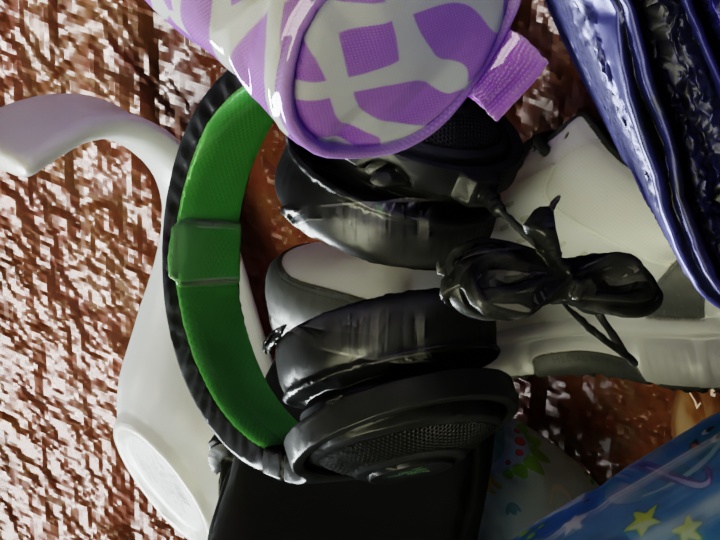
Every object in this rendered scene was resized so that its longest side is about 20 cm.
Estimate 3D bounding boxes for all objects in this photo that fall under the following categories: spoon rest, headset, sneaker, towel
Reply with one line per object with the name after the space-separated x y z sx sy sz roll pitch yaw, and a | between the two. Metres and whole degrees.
-0.060 0.021 0.919 0.099 0.061 0.200 27 149 48 | spoon rest
0.000 0.000 0.755 0.200 0.094 0.124 5 95 50 | headset
0.057 -0.010 0.813 0.199 0.074 0.080 -3 107 32 | sneaker
0.062 -0.088 0.666 0.049 0.200 0.148 -24 110 4 | towel

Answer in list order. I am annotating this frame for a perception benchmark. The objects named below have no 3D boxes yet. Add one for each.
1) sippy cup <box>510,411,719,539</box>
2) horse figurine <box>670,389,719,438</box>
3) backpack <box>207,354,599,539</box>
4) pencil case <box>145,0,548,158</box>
0.099 0.097 0.704 0.130 0.140 0.178 -23 154 7 | sippy cup
0.166 0.118 0.841 0.132 0.050 0.201 0 120 27 | horse figurine
0.035 0.140 0.880 0.153 0.163 0.201 0 131 18 | backpack
-0.039 -0.114 0.724 0.084 0.085 0.200 -46 57 11 | pencil case
